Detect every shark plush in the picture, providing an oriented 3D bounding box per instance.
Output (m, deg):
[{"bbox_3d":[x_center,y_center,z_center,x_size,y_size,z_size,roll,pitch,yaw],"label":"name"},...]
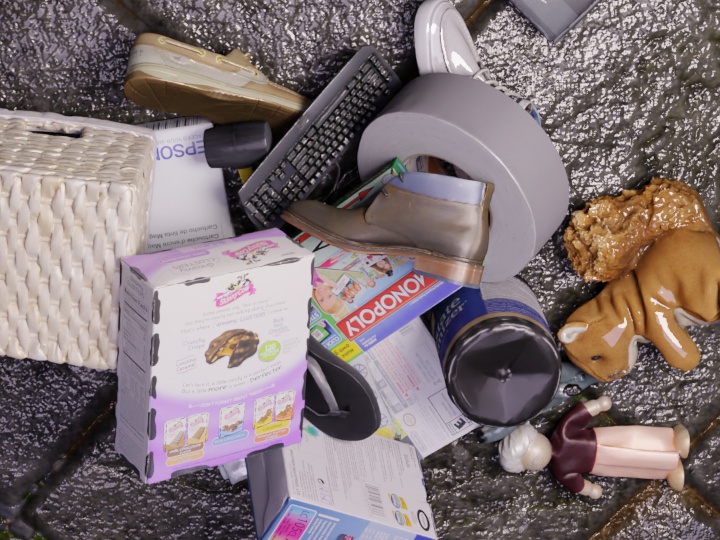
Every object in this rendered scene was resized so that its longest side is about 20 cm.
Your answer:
[{"bbox_3d":[0.195,0.130,1.794,0.199,0.083,0.091,-1,90,-26],"label":"shark plush"}]

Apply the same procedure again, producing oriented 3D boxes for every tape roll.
[{"bbox_3d":[0.095,-0.086,1.659,0.066,0.200,0.201,-47,115,-33],"label":"tape roll"}]

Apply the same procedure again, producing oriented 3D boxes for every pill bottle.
[{"bbox_3d":[0.127,0.062,1.713,0.111,0.200,0.112,-2,112,-4],"label":"pill bottle"}]

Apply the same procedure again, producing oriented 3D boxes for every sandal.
[{"bbox_3d":[-0.062,0.095,1.703,0.076,0.043,0.200,-36,103,31],"label":"sandal"}]

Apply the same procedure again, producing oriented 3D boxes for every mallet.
[{"bbox_3d":[-0.092,-0.064,1.711,0.066,0.041,0.200,-13,131,12],"label":"mallet"}]

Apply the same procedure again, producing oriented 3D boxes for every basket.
[{"bbox_3d":[-0.298,-0.028,1.628,0.197,0.161,0.201,7,113,-5],"label":"basket"}]

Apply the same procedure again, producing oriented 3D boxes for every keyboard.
[{"bbox_3d":[-0.029,-0.112,1.690,0.200,0.021,0.127,-50,143,-5],"label":"keyboard"}]

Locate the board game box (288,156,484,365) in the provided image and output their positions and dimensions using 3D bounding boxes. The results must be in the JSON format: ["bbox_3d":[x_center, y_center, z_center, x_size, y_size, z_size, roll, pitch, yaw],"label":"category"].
[{"bbox_3d":[0.000,0.000,1.683,0.200,0.029,0.135,-35,103,25],"label":"board game box"}]

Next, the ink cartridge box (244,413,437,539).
[{"bbox_3d":[-0.007,0.227,1.743,0.199,0.137,0.076,18,124,-23],"label":"ink cartridge box"}]

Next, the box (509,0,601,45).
[{"bbox_3d":[0.169,-0.336,1.639,0.159,0.046,0.200,-42,108,12],"label":"box"}]

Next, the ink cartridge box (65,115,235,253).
[{"bbox_3d":[-0.224,-0.042,1.732,0.195,0.043,0.201,-10,111,-1],"label":"ink cartridge box"}]

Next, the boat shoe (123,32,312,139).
[{"bbox_3d":[-0.127,-0.178,1.664,0.199,0.067,0.074,15,152,-30],"label":"boat shoe"}]

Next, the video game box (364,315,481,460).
[{"bbox_3d":[0.004,0.119,1.811,0.182,0.047,0.200,-31,110,6],"label":"video game box"}]

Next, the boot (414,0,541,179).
[{"bbox_3d":[0.122,-0.168,1.669,0.095,0.074,0.201,6,129,40],"label":"boot"}]

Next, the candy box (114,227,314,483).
[{"bbox_3d":[-0.134,0.076,1.607,0.167,0.071,0.201,-11,120,-32],"label":"candy box"}]

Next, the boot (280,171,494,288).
[{"bbox_3d":[0.029,-0.057,1.607,0.199,0.075,0.097,18,96,15],"label":"boot"}]

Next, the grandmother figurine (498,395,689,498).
[{"bbox_3d":[0.243,0.189,1.851,0.199,0.061,0.122,1,103,-7],"label":"grandmother figurine"}]

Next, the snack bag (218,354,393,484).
[{"bbox_3d":[-0.085,0.101,1.764,0.188,0.021,0.201,-19,111,5],"label":"snack bag"}]

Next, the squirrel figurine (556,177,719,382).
[{"bbox_3d":[0.275,0.013,1.759,0.186,0.142,0.201,-25,98,17],"label":"squirrel figurine"}]
